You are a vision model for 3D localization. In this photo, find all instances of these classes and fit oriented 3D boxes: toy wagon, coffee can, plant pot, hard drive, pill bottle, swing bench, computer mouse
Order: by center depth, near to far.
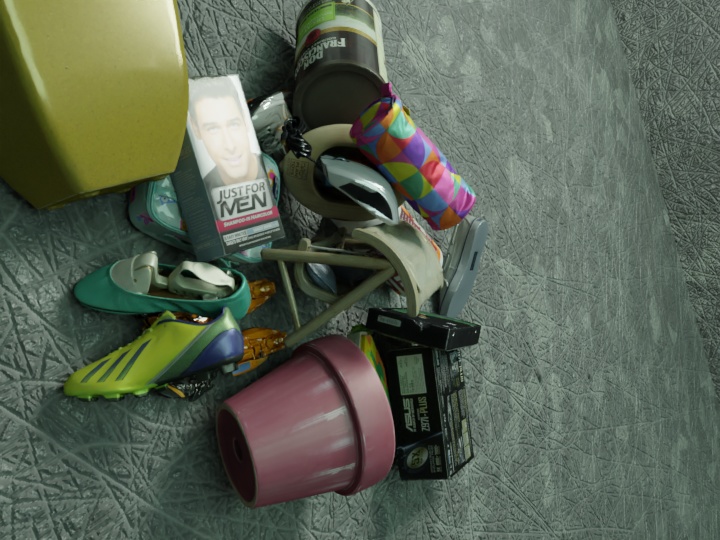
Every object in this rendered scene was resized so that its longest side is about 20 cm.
[{"bbox_3d":[-0.294,-0.178,0.649,0.192,0.192,0.206,-25,105,-47],"label":"plant pot"},{"bbox_3d":[-0.080,0.204,0.799,0.175,0.198,0.206,-15,91,-32],"label":"plant pot"},{"bbox_3d":[-0.018,-0.132,0.827,0.198,0.044,0.110,33,16,-18],"label":"computer mouse"},{"bbox_3d":[0.000,0.000,0.870,0.199,0.195,0.133,-27,101,-72],"label":"swing bench"},{"bbox_3d":[-0.031,-0.307,0.951,0.145,0.145,0.204,34,38,-37],"label":"coffee can"},{"bbox_3d":[0.017,0.188,0.960,0.157,0.038,0.203,-85,159,-52],"label":"toy wagon"},{"bbox_3d":[0.107,0.093,1.016,0.199,0.136,0.039,6,97,-66],"label":"hard drive"},{"bbox_3d":[0.043,-0.055,1.041,0.200,0.108,0.111,44,51,-32],"label":"pill bottle"}]

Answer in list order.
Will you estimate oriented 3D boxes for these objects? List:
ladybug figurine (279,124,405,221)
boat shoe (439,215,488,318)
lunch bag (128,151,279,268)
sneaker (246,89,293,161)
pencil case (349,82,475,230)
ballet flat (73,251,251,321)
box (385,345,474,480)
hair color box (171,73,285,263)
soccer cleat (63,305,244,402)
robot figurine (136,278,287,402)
[{"bbox_3d":[-0.020,-0.145,0.911,0.194,0.072,0.139,8,111,-7],"label":"ladybug figurine"},{"bbox_3d":[0.175,-0.010,1.206,0.074,0.085,0.207,0,109,-51],"label":"boat shoe"},{"bbox_3d":[-0.193,-0.095,0.813,0.198,0.076,0.165,23,64,-42],"label":"lunch bag"},{"bbox_3d":[-0.124,-0.197,0.877,0.200,0.074,0.094,-62,138,-69],"label":"sneaker"},{"bbox_3d":[0.073,-0.146,0.842,0.200,0.087,0.090,46,50,-27],"label":"pencil case"},{"bbox_3d":[-0.219,0.012,0.713,0.195,0.071,0.068,8,40,-18],"label":"ballet flat"},{"bbox_3d":[0.118,0.226,1.042,0.163,0.084,0.206,6,76,-65],"label":"box"},{"bbox_3d":[-0.169,-0.122,0.745,0.098,0.060,0.205,-21,96,-47],"label":"hair color box"},{"bbox_3d":[-0.226,0.092,0.690,0.195,0.065,0.086,-13,85,-7],"label":"soccer cleat"},{"bbox_3d":[-0.186,0.077,0.793,0.198,0.057,0.149,-16,90,-48],"label":"robot figurine"}]
